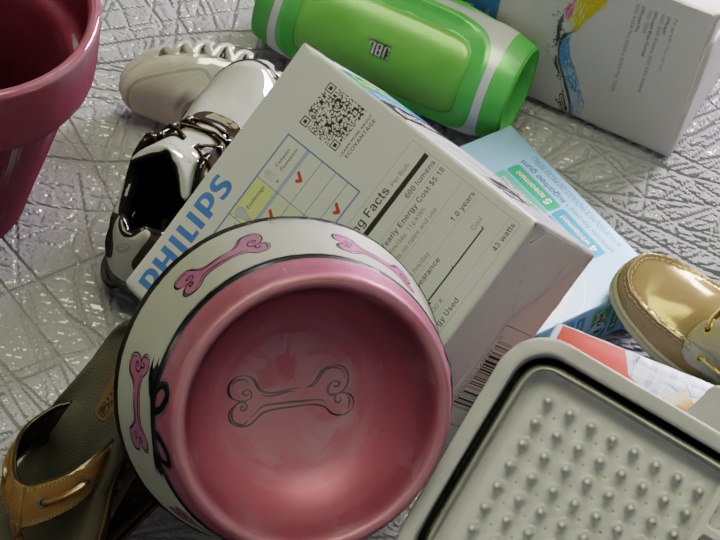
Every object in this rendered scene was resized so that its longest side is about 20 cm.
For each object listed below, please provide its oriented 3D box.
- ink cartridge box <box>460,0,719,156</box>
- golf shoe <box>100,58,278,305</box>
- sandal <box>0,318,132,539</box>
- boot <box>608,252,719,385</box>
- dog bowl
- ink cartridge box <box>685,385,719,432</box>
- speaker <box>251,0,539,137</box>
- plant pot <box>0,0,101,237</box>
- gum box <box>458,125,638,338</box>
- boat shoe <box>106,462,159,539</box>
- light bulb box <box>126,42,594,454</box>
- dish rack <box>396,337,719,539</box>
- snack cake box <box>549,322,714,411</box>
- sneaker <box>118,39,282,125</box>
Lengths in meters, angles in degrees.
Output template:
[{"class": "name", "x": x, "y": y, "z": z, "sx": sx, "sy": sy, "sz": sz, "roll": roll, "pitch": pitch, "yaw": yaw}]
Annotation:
[{"class": "ink cartridge box", "x": 0.181, "y": -0.211, "z": 1.982, "sx": 0.200, "sy": 0.145, "sz": 0.147, "roll": 24, "pitch": 46, "yaw": 11}, {"class": "golf shoe", "x": -0.106, "y": -0.071, "z": 1.784, "sx": 0.078, "sy": 0.095, "sz": 0.200, "roll": 21, "pitch": 63, "yaw": 12}, {"class": "sandal", "x": -0.173, "y": 0.114, "z": 1.573, "sx": 0.082, "sy": 0.200, "sz": 0.055, "roll": 40, "pitch": 12, "yaw": 34}, {"class": "boot", "x": 0.264, "y": 0.032, "z": 1.738, "sx": 0.200, "sy": 0.155, "sz": 0.073, "roll": 39, "pitch": 63, "yaw": 9}, {"class": "dog bowl", "x": -0.037, "y": 0.074, "z": 1.536, "sx": 0.200, "sy": 0.200, "sz": 0.074, "roll": -4, "pitch": 15, "yaw": -17}, {"class": "ink cartridge box", "x": 0.250, "y": 0.164, "z": 1.602, "sx": 0.200, "sy": 0.116, "sz": 0.067, "roll": 45, "pitch": 20, "yaw": 1}, {"class": "speaker", "x": 0.025, "y": -0.167, "z": 1.947, "sx": 0.200, "sy": 0.089, "sz": 0.088, "roll": 24, "pitch": 46, "yaw": 11}, {"class": "plant pot", "x": -0.277, "y": -0.115, "z": 1.762, "sx": 0.200, "sy": 0.179, "sz": 0.200, "roll": 7, "pitch": 45, "yaw": -7}, {"class": "gum box", "x": 0.074, "y": -0.003, "z": 1.827, "sx": 0.200, "sy": 0.045, "sz": 0.170, "roll": -23, "pitch": 56, "yaw": -30}, {"class": "boat shoe", "x": -0.105, "y": 0.105, "z": 1.604, "sx": 0.072, "sy": 0.200, "sz": 0.072, "roll": 26, "pitch": 30, "yaw": -58}, {"class": "light bulb box", "x": 0.000, "y": 0.000, "z": 1.686, "sx": 0.200, "sy": 0.198, "sz": 0.125, "roll": 39, "pitch": 6, "yaw": 23}, {"class": "dish rack", "x": 0.139, "y": 0.152, "z": 1.552, "sx": 0.200, "sy": 0.044, "sz": 0.172, "roll": 31, "pitch": 89, "yaw": 8}, {"class": "snack cake box", "x": 0.192, "y": 0.126, "z": 1.713, "sx": 0.200, "sy": 0.067, "sz": 0.115, "roll": 23, "pitch": 48, "yaw": 10}, {"class": "sneaker", "x": -0.075, "y": -0.103, "z": 1.877, "sx": 0.200, "sy": 0.075, "sz": 0.081, "roll": 14, "pitch": 54, "yaw": 2}]
